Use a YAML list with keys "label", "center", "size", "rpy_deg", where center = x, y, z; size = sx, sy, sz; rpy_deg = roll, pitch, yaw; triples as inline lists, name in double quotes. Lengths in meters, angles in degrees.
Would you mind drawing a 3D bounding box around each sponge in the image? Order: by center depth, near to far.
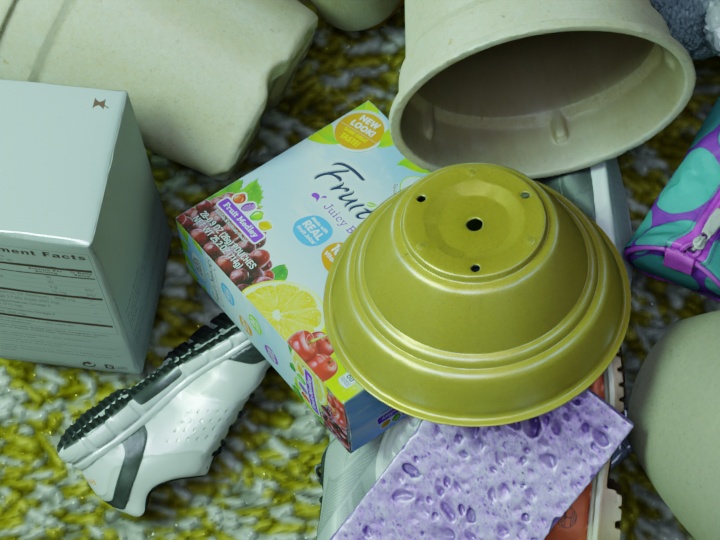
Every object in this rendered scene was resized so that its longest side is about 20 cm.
- label: "sponge"
  center: [0.074, 0.144, 1.503]
  size: [0.111, 0.030, 0.200]
  rpy_deg: [38, 97, 3]

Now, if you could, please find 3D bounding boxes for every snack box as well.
- label: "snack box"
  center: [0.000, 0.000, 1.558]
  size: [0.168, 0.068, 0.200]
  rpy_deg: [-32, 57, -17]

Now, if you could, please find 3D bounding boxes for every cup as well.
- label: "cup"
  center: [0.260, 0.101, 1.512]
  size: [0.143, 0.200, 0.201]
  rpy_deg: [25, 82, 36]

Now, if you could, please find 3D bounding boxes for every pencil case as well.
- label: "pencil case"
  center: [0.264, -0.074, 1.578]
  size: [0.085, 0.092, 0.200]
  rpy_deg: [32, 82, 0]

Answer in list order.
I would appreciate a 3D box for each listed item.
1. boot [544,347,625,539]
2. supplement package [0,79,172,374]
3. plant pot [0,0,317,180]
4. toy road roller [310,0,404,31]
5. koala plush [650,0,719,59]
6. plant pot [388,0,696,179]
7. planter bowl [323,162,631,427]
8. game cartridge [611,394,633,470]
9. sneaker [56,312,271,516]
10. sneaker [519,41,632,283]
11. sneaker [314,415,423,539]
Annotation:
- label: "boot"
  center: [0.125, 0.102, 1.542]
  size: [0.107, 0.075, 0.201]
  rpy_deg: [4, 86, 7]
- label: "supplement package"
  center: [-0.207, -0.027, 1.560]
  size: [0.117, 0.200, 0.117]
  rpy_deg: [7, 63, 8]
- label: "plant pot"
  center: [-0.138, -0.163, 1.599]
  size: [0.183, 0.200, 0.201]
  rpy_deg: [30, 84, 1]
- label: "toy road roller"
  center: [0.003, -0.287, 1.642]
  size: [0.146, 0.123, 0.200]
  rpy_deg: [37, 84, 26]
- label: "koala plush"
  center: [0.241, -0.235, 1.580]
  size: [0.183, 0.177, 0.201]
  rpy_deg: [14, 84, -35]
- label: "plant pot"
  center: [0.103, -0.186, 1.518]
  size: [0.199, 0.201, 0.184]
  rpy_deg: [-11, 65, 4]
- label: "planter bowl"
  center: [0.073, -0.007, 1.461]
  size: [0.199, 0.084, 0.201]
  rpy_deg: [-2, 52, 2]
- label: "game cartridge"
  center: [0.092, 0.078, 1.603]
  size: [0.130, 0.038, 0.200]
  rpy_deg: [-42, 77, 2]
- label: "sneaker"
  center: [-0.112, 0.093, 1.614]
  size: [0.200, 0.074, 0.080]
  rpy_deg: [-36, 102, -3]
- label: "sneaker"
  center: [0.129, -0.061, 1.611]
  size: [0.099, 0.071, 0.201]
  rpy_deg: [-14, 80, 14]
- label: "sneaker"
  center: [0.001, 0.160, 1.575]
  size: [0.079, 0.074, 0.201]
  rpy_deg: [25, 96, 30]
